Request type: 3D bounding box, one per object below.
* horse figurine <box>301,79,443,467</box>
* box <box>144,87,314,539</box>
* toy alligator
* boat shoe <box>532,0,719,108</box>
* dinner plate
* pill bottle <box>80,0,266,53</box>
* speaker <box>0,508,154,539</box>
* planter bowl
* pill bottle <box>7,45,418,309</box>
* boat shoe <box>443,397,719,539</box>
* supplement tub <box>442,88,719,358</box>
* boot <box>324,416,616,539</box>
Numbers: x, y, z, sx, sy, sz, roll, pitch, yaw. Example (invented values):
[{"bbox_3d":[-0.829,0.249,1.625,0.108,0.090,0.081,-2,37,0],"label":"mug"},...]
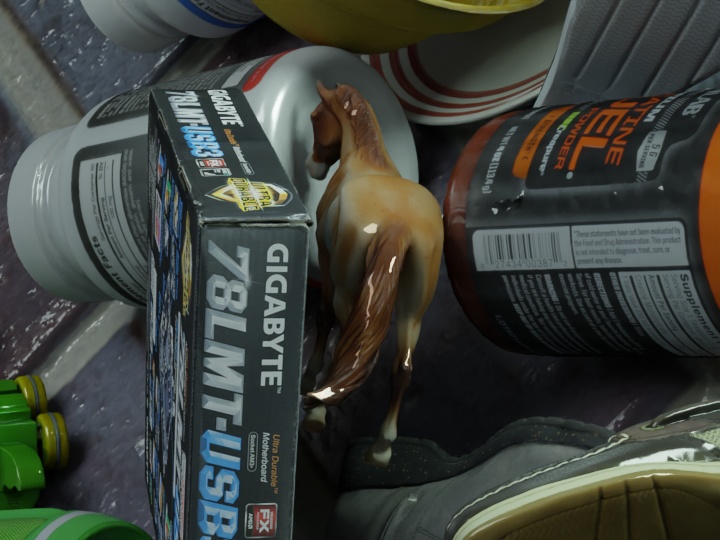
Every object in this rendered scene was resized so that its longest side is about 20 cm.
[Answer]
[{"bbox_3d":[0.000,0.000,0.848,0.200,0.050,0.133,-113,34,-76],"label":"horse figurine"},{"bbox_3d":[-0.061,0.042,0.847,0.199,0.050,0.200,-123,33,-68],"label":"box"},{"bbox_3d":[-0.204,0.081,1.096,0.200,0.059,0.054,-134,46,-53],"label":"toy alligator"},{"bbox_3d":[0.117,-0.108,0.862,0.200,0.072,0.071,125,166,-54],"label":"boat shoe"},{"bbox_3d":[0.086,-0.150,1.032,0.200,0.024,0.200,-26,43,27],"label":"dinner plate"},{"bbox_3d":[-0.069,-0.200,1.153,0.200,0.112,0.112,-23,43,38],"label":"pill bottle"},{"bbox_3d":[-0.183,0.160,0.973,0.200,0.088,0.088,-9,51,41],"label":"speaker"},{"bbox_3d":[-0.006,-0.167,0.998,0.083,0.200,0.200,-55,27,38],"label":"planter bowl"},{"bbox_3d":[-0.079,-0.041,1.022,0.200,0.116,0.116,-8,52,41],"label":"pill bottle"},{"bbox_3d":[0.117,0.081,0.695,0.200,0.073,0.065,-8,25,-17],"label":"boat shoe"},{"bbox_3d":[0.136,-0.018,0.793,0.200,0.107,0.107,-2,56,44],"label":"supplement tub"},{"bbox_3d":[0.046,0.132,0.790,0.200,0.070,0.132,-15,48,52],"label":"boot"}]
